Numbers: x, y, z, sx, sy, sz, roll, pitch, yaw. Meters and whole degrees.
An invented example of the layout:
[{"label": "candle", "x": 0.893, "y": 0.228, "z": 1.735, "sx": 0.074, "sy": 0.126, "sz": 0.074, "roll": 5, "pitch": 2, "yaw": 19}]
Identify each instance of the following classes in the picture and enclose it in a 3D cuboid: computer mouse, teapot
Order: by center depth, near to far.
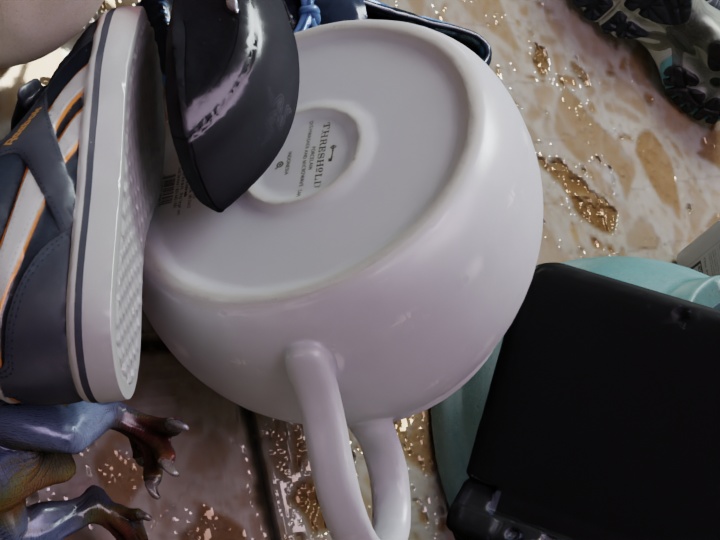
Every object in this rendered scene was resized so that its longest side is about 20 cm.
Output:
[{"label": "computer mouse", "x": -0.055, "y": -0.133, "z": 0.722, "sx": 0.141, "sy": 0.046, "sz": 0.201, "roll": 72, "pitch": 14, "yaw": -47}, {"label": "teapot", "x": 0.000, "y": 0.000, "z": 0.777, "sx": 0.200, "sy": 0.197, "sz": 0.146, "roll": -43, "pitch": 135, "yaw": -16}]

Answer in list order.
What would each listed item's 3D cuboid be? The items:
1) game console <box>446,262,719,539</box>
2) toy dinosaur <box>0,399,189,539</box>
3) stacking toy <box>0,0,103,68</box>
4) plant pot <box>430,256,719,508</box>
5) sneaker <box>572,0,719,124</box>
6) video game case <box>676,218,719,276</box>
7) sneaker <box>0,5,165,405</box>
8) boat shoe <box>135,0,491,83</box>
[{"label": "game console", "x": 0.153, "y": 0.113, "z": 0.787, "sx": 0.117, "sy": 0.199, "sz": 0.176, "roll": -58, "pitch": 150, "yaw": -26}, {"label": "toy dinosaur", "x": -0.165, "y": 0.089, "z": 0.671, "sx": 0.180, "sy": 0.106, "sz": 0.200, "roll": 10, "pitch": 28, "yaw": -26}, {"label": "stacking toy", "x": -0.126, "y": -0.175, "z": 0.780, "sx": 0.147, "sy": 0.146, "sz": 0.200, "roll": 62, "pitch": 27, "yaw": -3}, {"label": "plant pot", "x": 0.153, "y": 0.078, "z": 0.898, "sx": 0.199, "sy": 0.134, "sz": 0.202, "roll": 18, "pitch": 62, "yaw": -36}, {"label": "sneaker", "x": 0.188, "y": -0.181, "z": 1.090, "sx": 0.200, "sy": 0.077, "sz": 0.087, "roll": 47, "pitch": 40, "yaw": -32}, {"label": "video game case", "x": 0.233, "y": 0.056, "z": 0.955, "sx": 0.023, "sy": 0.182, "sz": 0.202, "roll": -2, "pitch": 72, "yaw": -14}, {"label": "sneaker", "x": -0.123, "y": -0.033, "z": 0.698, "sx": 0.201, "sy": 0.079, "sz": 0.079, "roll": -89, "pitch": 173, "yaw": -45}, {"label": "boat shoe", "x": -0.019, "y": -0.122, "z": 0.870, "sx": 0.199, "sy": 0.068, "sz": 0.085, "roll": -3, "pitch": 74, "yaw": -42}]
